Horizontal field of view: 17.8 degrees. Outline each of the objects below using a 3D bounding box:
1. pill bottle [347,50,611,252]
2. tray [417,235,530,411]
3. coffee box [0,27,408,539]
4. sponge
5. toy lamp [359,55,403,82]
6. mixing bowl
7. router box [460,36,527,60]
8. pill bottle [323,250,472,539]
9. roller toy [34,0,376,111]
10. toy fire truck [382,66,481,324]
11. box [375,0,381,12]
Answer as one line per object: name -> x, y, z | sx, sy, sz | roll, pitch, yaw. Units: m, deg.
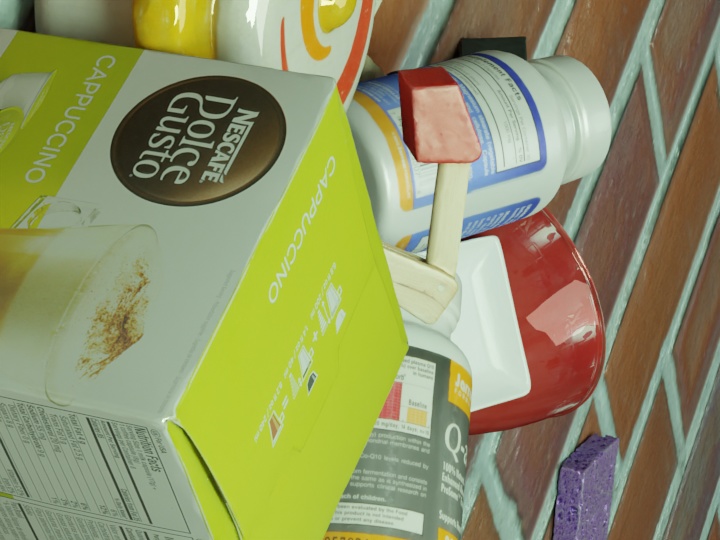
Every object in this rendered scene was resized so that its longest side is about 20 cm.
pill bottle -> 0.059, -0.077, 1.454 | 0.200, 0.112, 0.112 | -18, 120, -35
tray -> 0.013, 0.049, 1.436 | 0.200, 0.022, 0.108 | -14, 92, -31
coffee box -> -0.112, 0.032, 1.077 | 0.200, 0.197, 0.200 | 75, 33, -49
sponge -> 0.215, 0.270, 2.260 | 0.112, 0.030, 0.201 | -29, 127, -64
toy lamp -> 0.010, -0.123, 1.511 | 0.200, 0.058, 0.058 | 39, 64, -67
mixing bowl -> 0.058, 0.036, 1.562 | 0.108, 0.200, 0.201 | -33, 133, -35
router box -> 0.099, -0.056, 1.692 | 0.200, 0.052, 0.158 | -84, 172, -56
pill bottle -> 0.006, 0.096, 1.338 | 0.116, 0.116, 0.201 | 53, 39, -62
roller toy -> -0.069, -0.147, 1.170 | 0.200, 0.139, 0.183 | 63, 40, -61
toy fire truck -> 0.000, 0.000, 1.238 | 0.049, 0.141, 0.201 | -118, -161, -71
box -> -0.047, -0.213, 1.291 | 0.200, 0.082, 0.068 | 78, 31, -48
